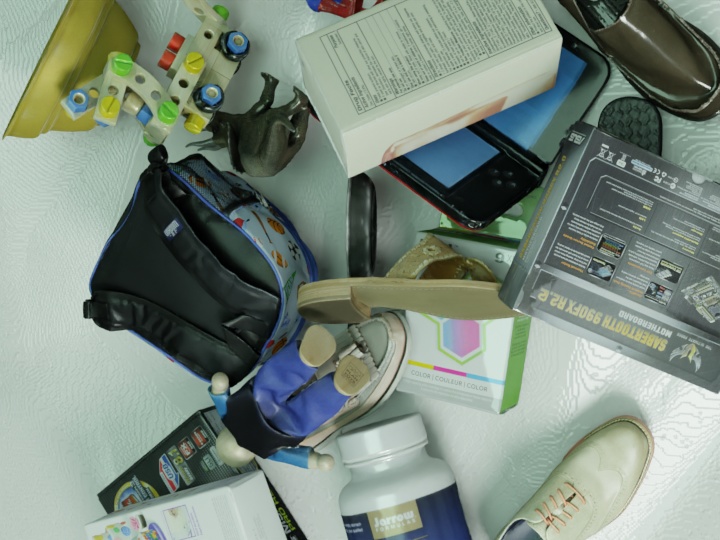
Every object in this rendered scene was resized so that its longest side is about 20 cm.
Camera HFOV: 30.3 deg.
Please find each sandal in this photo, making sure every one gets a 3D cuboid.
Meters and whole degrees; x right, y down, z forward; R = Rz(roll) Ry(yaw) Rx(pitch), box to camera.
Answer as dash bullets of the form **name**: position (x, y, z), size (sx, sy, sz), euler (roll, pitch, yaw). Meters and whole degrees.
- **sandal**: position (0.048, 0.000, 1.144), size (0.209, 0.078, 0.070), euler (-3, 65, 14)
- **sandal**: position (0.231, -0.047, 1.141), size (0.074, 0.045, 0.202), euler (6, 90, 22)

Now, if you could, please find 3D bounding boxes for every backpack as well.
- **backpack**: position (-0.138, 0.007, 1.250), size (0.190, 0.154, 0.201), euler (42, 122, 18)

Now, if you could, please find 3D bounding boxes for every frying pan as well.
- **frying pan**: position (-0.001, 0.000, 1.213), size (0.031, 0.115, 0.192), euler (0, 95, 4)

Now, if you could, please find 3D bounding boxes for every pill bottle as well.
- **pill bottle**: position (0.043, 0.237, 1.206), size (0.110, 0.111, 0.202), euler (-18, 87, 24)

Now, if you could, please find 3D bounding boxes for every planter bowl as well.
- **planter bowl**: position (-0.272, -0.201, 1.308), size (0.083, 0.201, 0.201), euler (27, 108, -17)

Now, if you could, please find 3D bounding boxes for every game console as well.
- **game console**: position (0.084, -0.160, 1.161), size (0.199, 0.172, 0.119), euler (37, 134, 18)

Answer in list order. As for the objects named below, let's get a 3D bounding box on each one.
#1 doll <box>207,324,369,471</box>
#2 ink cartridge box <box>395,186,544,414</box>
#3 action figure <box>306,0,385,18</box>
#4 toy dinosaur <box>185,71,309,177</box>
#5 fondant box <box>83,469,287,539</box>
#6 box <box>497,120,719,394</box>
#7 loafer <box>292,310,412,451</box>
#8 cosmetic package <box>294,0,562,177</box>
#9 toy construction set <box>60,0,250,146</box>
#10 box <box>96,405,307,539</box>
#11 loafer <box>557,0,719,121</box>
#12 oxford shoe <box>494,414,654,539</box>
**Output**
- **doll**: position (-0.072, 0.130, 1.191), size (0.136, 0.049, 0.200), euler (41, 133, -9)
- **ink cartridge box**: position (0.101, 0.018, 1.193), size (0.103, 0.059, 0.202), euler (11, 98, 24)
- **action figure**: position (-0.061, -0.297, 1.231), size (0.199, 0.065, 0.100), euler (22, 107, 31)
- **toy dinosaur**: position (-0.083, -0.123, 1.233), size (0.103, 0.077, 0.200), euler (-60, 30, 4)
- **fondant box**: position (-0.157, 0.284, 1.265), size (0.199, 0.058, 0.146), euler (-20, 90, 32)
- **box**: position (0.233, -0.009, 1.077), size (0.198, 0.048, 0.160), euler (21, 99, -13)
- **loafer**: position (-0.027, 0.109, 1.223), size (0.200, 0.062, 0.072), euler (-49, 53, 38)
- **cosmetic package**: position (0.057, -0.172, 1.111), size (0.198, 0.087, 0.104), euler (-23, 68, -6)
- **toy construction set**: position (-0.178, -0.203, 1.240), size (0.130, 0.092, 0.201), euler (28, 80, -11)
- **box**: position (-0.152, 0.262, 1.332), size (0.160, 0.044, 0.201), euler (-38, 79, 21)
- **loafer**: position (0.227, -0.199, 1.114), size (0.200, 0.071, 0.073), euler (43, 109, 16)
- **oxford shoe**: position (0.182, 0.211, 1.162), size (0.071, 0.074, 0.201), euler (41, 109, 16)
